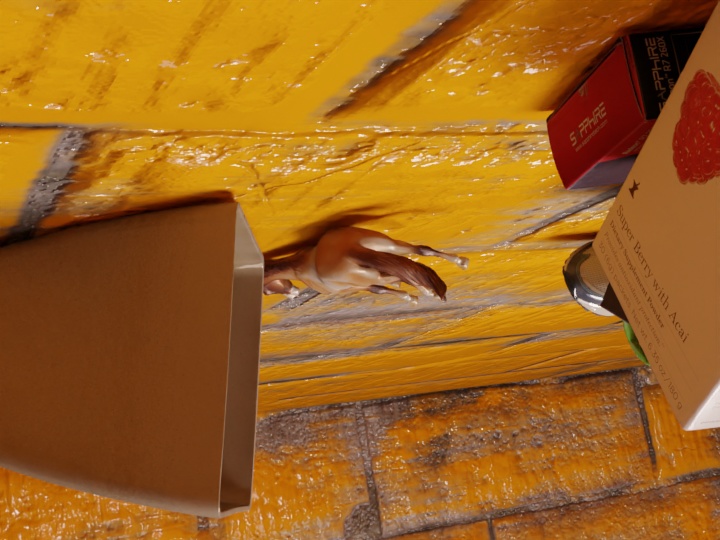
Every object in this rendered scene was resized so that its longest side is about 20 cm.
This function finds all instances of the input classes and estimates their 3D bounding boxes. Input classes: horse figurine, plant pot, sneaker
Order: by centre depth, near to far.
[{"bbox_3d":[-0.168,0.067,0.790,0.177,0.200,0.200,2,169,0],"label":"plant pot"},{"bbox_3d":[0.000,0.000,0.885,0.132,0.050,0.200,14,170,-20],"label":"horse figurine"},{"bbox_3d":[0.283,-0.016,1.059,0.200,0.078,0.086,-12,160,-25],"label":"sneaker"}]

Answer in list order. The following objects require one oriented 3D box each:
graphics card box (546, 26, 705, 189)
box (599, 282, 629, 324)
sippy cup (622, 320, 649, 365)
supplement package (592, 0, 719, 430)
[{"bbox_3d":[0.217,-0.092,0.609,0.200,0.051,0.125,-8,169,-10],"label":"graphics card box"},{"bbox_3d":[0.310,0.003,0.839,0.200,0.124,0.149,0,-156,-41],"label":"box"},{"bbox_3d":[0.382,0.037,1.215,0.178,0.131,0.140,-9,169,0],"label":"sippy cup"},{"bbox_3d":[0.207,-0.038,0.495,0.120,0.121,0.200,-4,140,-18],"label":"supplement package"}]
